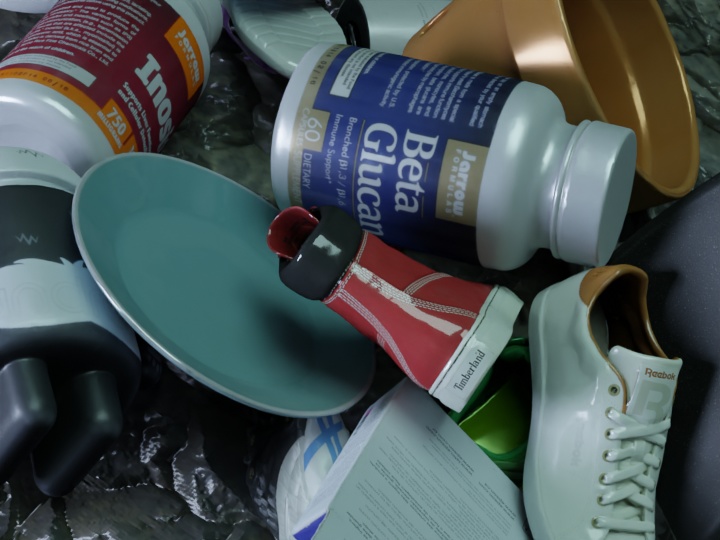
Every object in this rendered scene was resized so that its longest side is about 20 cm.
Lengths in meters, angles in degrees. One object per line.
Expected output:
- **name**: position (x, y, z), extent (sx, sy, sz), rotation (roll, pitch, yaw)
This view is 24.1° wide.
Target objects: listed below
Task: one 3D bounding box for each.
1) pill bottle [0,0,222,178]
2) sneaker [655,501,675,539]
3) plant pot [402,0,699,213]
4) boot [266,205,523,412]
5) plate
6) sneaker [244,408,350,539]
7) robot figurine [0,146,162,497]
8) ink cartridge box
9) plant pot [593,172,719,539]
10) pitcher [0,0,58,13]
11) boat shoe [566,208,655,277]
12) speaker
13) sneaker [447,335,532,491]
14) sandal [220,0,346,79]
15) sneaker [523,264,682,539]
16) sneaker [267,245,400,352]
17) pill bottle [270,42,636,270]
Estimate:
- **pill bottle**: position (-0.166, -0.122, 1.090), extent (0.112, 0.113, 0.201), rotation (26, 45, 3)
- **sneaker**: position (0.213, 0.117, 1.054), extent (0.199, 0.078, 0.099), rotation (-10, 46, -40)
- **plant pot**: position (0.120, -0.119, 1.122), extent (0.200, 0.139, 0.202), rotation (37, 42, -42)
- **boot**: position (0.017, 0.009, 0.971), extent (0.144, 0.073, 0.200), rotation (35, 4, 4)
- **plate**: position (-0.078, 0.011, 0.949), extent (0.199, 0.026, 0.201), rotation (30, 28, -18)
- **sneaker**: position (-0.013, 0.134, 0.949), extent (0.072, 0.072, 0.201), rotation (11, 43, -36)
- **robot figurine**: position (-0.192, 0.025, 0.939), extent (0.124, 0.151, 0.201), rotation (-22, 55, 1)
- **ink cartridge box**: position (0.054, 0.174, 0.874), extent (0.196, 0.043, 0.200), rotation (47, 29, -4)
- **plant pot**: position (0.268, 0.035, 0.966), extent (0.198, 0.178, 0.201), rotation (3, 46, -30)
- **pitcher**: position (-0.264, -0.251, 1.138), extent (0.198, 0.172, 0.123), rotation (12, 82, -9)
- **boat shoe**: position (0.177, 0.006, 1.134), extent (0.070, 0.070, 0.201), rotation (10, 47, -17)
- **speaker**: position (0.080, -0.160, 1.244), extent (0.198, 0.082, 0.082), rotation (-2, 50, -23)
- **sneaker**: position (0.117, 0.073, 1.023), extent (0.074, 0.084, 0.200), rotation (39, 57, 19)
- **sandal**: position (-0.068, -0.177, 1.227), extent (0.082, 0.050, 0.203), rotation (-2, 35, -27)
- **sneaker**: position (0.137, 0.091, 0.920), extent (0.072, 0.085, 0.202), rotation (8, 67, -31)
- **sneaker**: position (-0.001, 0.001, 1.075), extent (0.200, 0.067, 0.108), rotation (-26, 63, -33)
- **pill bottle**: position (0.056, -0.063, 0.996), extent (0.198, 0.112, 0.111), rotation (13, 42, 18)
